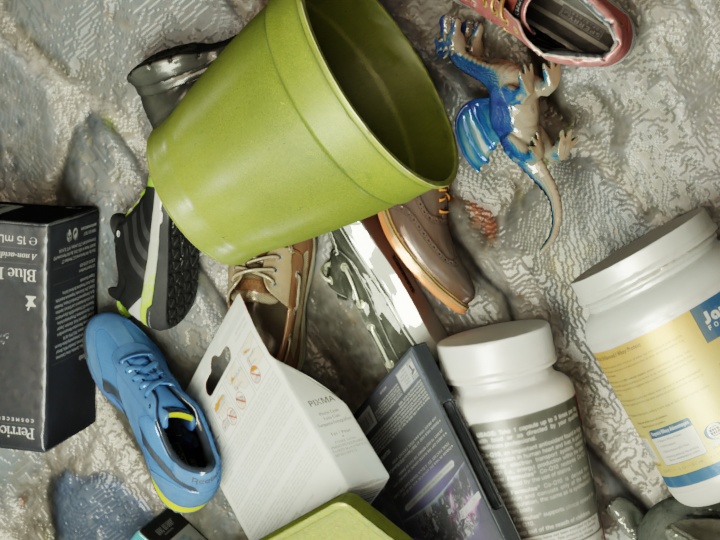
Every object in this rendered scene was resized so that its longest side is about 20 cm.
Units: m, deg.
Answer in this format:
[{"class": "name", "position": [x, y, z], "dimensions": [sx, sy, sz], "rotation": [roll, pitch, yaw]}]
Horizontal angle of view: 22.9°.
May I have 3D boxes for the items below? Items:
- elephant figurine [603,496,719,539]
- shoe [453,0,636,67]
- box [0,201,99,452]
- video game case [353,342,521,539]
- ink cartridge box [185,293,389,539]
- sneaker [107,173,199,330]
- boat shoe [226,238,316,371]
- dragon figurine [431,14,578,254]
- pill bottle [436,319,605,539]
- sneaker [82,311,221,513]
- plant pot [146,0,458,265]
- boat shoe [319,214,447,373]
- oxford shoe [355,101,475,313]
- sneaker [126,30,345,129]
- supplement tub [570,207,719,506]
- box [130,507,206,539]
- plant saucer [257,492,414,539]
[{"class": "elephant figurine", "position": [0.283, 0.248, 1.388], "dimensions": [0.154, 0.200, 0.142], "rotation": [-27, 98, 18]}, {"class": "shoe", "position": [0.128, -0.224, 1.418], "dimensions": [0.199, 0.091, 0.072], "rotation": [30, 104, 8]}, {"class": "box", "position": [-0.341, 0.042, 1.558], "dimensions": [0.195, 0.117, 0.202], "rotation": [4, 100, 13]}, {"class": "video game case", "position": [0.063, 0.178, 1.455], "dimensions": [0.201, 0.019, 0.143], "rotation": [64, 149, 17]}, {"class": "ink cartridge box", "position": [-0.069, 0.141, 1.478], "dimensions": [0.201, 0.047, 0.161], "rotation": [59, 140, 27]}, {"class": "sneaker", "position": [-0.182, -0.039, 1.517], "dimensions": [0.082, 0.072, 0.202], "rotation": [23, 118, 21]}, {"class": "boat shoe", "position": [-0.079, 0.009, 1.512], "dimensions": [0.075, 0.072, 0.202], "rotation": [-1, 98, 14]}, {"class": "dragon figurine", "position": [0.118, -0.116, 1.444], "dimensions": [0.099, 0.059, 0.202], "rotation": [-4, 103, 49]}, {"class": "pill bottle", "position": [0.130, 0.148, 1.461], "dimensions": [0.113, 0.114, 0.202], "rotation": [-11, 96, 15]}, {"class": "sneaker", "position": [-0.173, 0.107, 1.512], "dimensions": [0.201, 0.065, 0.079], "rotation": [59, 149, 22]}, {"class": "plant pot", "position": [-0.058, -0.105, 1.386], "dimensions": [0.192, 0.200, 0.201], "rotation": [-31, 90, 22]}, {"class": "boat shoe", "position": [0.000, 0.000, 1.493], "dimensions": [0.063, 0.071, 0.201], "rotation": [-30, 92, 14]}, {"class": "oxford shoe", "position": [0.049, -0.060, 1.473], "dimensions": [0.073, 0.071, 0.201], "rotation": [-31, 90, 12]}, {"class": "sneaker", "position": [-0.096, -0.159, 1.500], "dimensions": [0.198, 0.076, 0.092], "rotation": [-13, 105, 22]}, {"class": "supplement tub", "position": [0.266, 0.068, 1.400], "dimensions": [0.144, 0.145, 0.201], "rotation": [-30, 91, 16]}, {"class": "box", "position": [-0.123, 0.301, 1.560], "dimensions": [0.200, 0.082, 0.049], "rotation": [42, 106, 5]}, {"class": "plant saucer", "position": [-0.010, 0.258, 1.420], "dimensions": [0.199, 0.048, 0.199], "rotation": [-33, 119, 34]}]
